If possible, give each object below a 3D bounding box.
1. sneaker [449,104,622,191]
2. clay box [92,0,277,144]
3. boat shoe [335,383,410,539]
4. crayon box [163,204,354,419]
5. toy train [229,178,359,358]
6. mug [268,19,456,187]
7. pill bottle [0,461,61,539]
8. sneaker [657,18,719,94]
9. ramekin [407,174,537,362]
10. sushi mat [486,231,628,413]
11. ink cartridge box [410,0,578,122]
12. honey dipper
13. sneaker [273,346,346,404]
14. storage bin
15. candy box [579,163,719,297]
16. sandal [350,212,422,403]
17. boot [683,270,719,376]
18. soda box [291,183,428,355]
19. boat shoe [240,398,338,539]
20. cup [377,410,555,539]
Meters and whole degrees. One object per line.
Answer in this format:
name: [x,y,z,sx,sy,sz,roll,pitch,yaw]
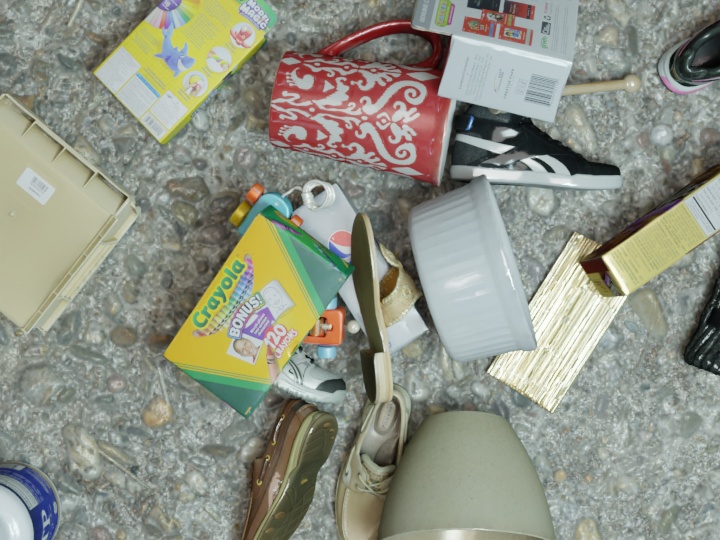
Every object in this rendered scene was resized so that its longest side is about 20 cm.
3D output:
sneaker: [0.205,-0.151,1.456,0.198,0.073,0.113,4,91,1]
clay box: [-0.198,-0.257,1.473,0.200,0.048,0.115,-44,91,1]
boat shoe: [0.015,0.231,1.477,0.071,0.065,0.202,15,92,1]
crayon box: [-0.111,0.045,1.389,0.118,0.058,0.201,36,105,1]
toy train: [-0.074,-0.005,1.432,0.149,0.056,0.202,-1,101,9]
mug: [0.008,-0.192,1.451,0.198,0.178,0.134,10,136,5]
pill bottle: [-0.415,0.289,1.421,0.118,0.200,0.121,0,92,1]
sneaker: [0.439,-0.264,1.441,0.199,0.086,0.081,-36,93,2]
ramekin: [0.122,0.004,1.406,0.097,0.200,0.202,-17,92,10]
sushi mat: [0.239,0.061,1.493,0.095,0.012,0.201,32,92,2]
ink cartridge box: [0.144,-0.273,1.392,0.174,0.201,0.084,14,136,1]
honey dipper: [0.235,-0.203,1.441,0.198,0.038,0.038,-7,92,-24]
sneaker: [-0.098,0.086,1.471,0.199,0.076,0.088,26,85,-4]
storage bin: [-0.389,-0.065,1.462,0.200,0.094,0.199,39,92,0]
candy box: [0.351,-0.048,1.428,0.199,0.117,0.057,-34,90,-3]
sandal: [0.036,0.038,1.413,0.069,0.078,0.214,-7,99,-17]
boot: [0.488,0.068,1.453,0.209,0.079,0.159,17,86,11]
soda box: [0.000,0.000,1.470,0.068,0.063,0.201,-33,91,4]
boat shoe: [-0.094,0.243,1.486,0.067,0.072,0.202,30,102,33]
cup: [0.118,0.241,1.430,0.198,0.201,0.145,1,67,1]
